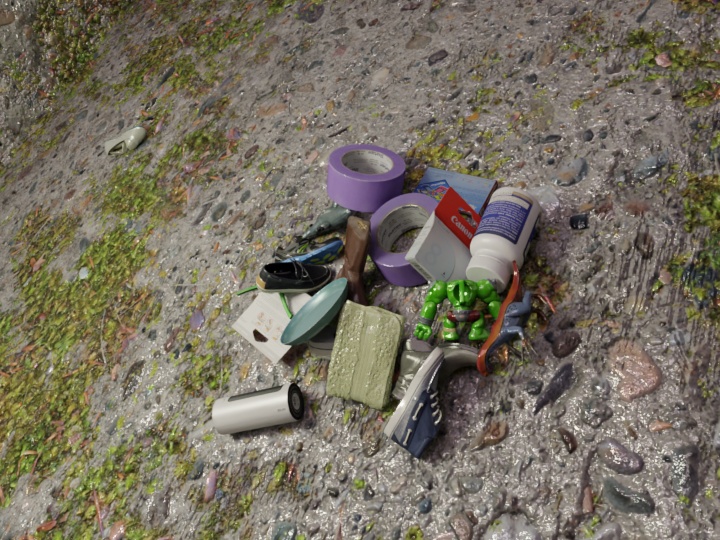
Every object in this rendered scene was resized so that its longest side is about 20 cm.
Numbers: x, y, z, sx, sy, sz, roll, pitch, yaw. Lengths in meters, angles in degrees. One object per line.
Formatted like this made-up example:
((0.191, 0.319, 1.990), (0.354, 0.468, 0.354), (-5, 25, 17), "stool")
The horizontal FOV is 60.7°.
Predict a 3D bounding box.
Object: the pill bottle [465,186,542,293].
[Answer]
((0.298, -0.062, 1.299), (0.117, 0.121, 0.203), (12, 60, 33), "pill bottle")

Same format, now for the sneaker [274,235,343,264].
((-0.137, -0.055, 1.560), (0.194, 0.071, 0.085), (-14, 68, 22), "sneaker")

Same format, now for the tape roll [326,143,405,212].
((0.013, -0.234, 1.540), (0.193, 0.087, 0.202), (4, 36, -3), "tape roll")

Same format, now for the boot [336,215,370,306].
((0.000, 0.000, 1.377), (0.063, 0.204, 0.188), (-4, 38, -29), "boot")

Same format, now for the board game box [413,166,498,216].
((0.227, -0.193, 1.502), (0.197, 0.020, 0.104), (19, 67, 36), "board game box")

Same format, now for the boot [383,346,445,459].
((0.130, 0.254, 1.179), (0.089, 0.072, 0.204), (32, 100, 17), "boot")

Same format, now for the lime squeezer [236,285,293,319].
((-0.223, 0.056, 1.510), (0.196, 0.037, 0.073), (19, 96, 35), "lime squeezer")

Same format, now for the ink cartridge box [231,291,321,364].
((-0.194, 0.121, 1.491), (0.198, 0.045, 0.177), (30, 74, 40), "ink cartridge box")

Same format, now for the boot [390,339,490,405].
((0.161, 0.216, 1.235), (0.195, 0.068, 0.135), (1, 70, 28), "boot")

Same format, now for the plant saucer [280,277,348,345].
((-0.097, 0.096, 1.355), (0.199, 0.028, 0.201), (-40, 15, 13), "plant saucer")

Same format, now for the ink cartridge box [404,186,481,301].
((0.206, -0.055, 1.324), (0.202, 0.159, 0.047), (-56, 20, -16), "ink cartridge box")

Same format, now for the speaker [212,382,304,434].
((-0.227, 0.307, 1.356), (0.195, 0.082, 0.083), (-15, 51, 19), "speaker")

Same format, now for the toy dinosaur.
((0.280, 0.114, 1.190), (0.178, 0.106, 0.202), (-25, 55, -12), "toy dinosaur")

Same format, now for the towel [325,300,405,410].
((0.007, 0.175, 1.280), (0.144, 0.036, 0.206), (12, 89, 11), "towel")

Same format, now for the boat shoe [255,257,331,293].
((-0.155, 0.009, 1.478), (0.195, 0.063, 0.075), (-5, 44, -30), "boat shoe")

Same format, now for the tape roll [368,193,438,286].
((0.113, -0.072, 1.426), (0.195, 0.085, 0.205), (-15, 52, 20), "tape roll")

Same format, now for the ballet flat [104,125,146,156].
((-0.860, -0.466, 2.258), (0.195, 0.070, 0.071), (-15, 51, 24), "ballet flat")

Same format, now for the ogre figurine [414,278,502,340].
((0.209, 0.078, 1.244), (0.195, 0.097, 0.124), (-1, 92, 29), "ogre figurine")

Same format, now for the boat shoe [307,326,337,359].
((-0.020, 0.172, 1.348), (0.193, 0.071, 0.072), (2, 39, 5), "boat shoe")

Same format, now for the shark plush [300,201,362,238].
((-0.090, -0.130, 1.572), (0.195, 0.093, 0.084), (-14, 23, 26), "shark plush")
